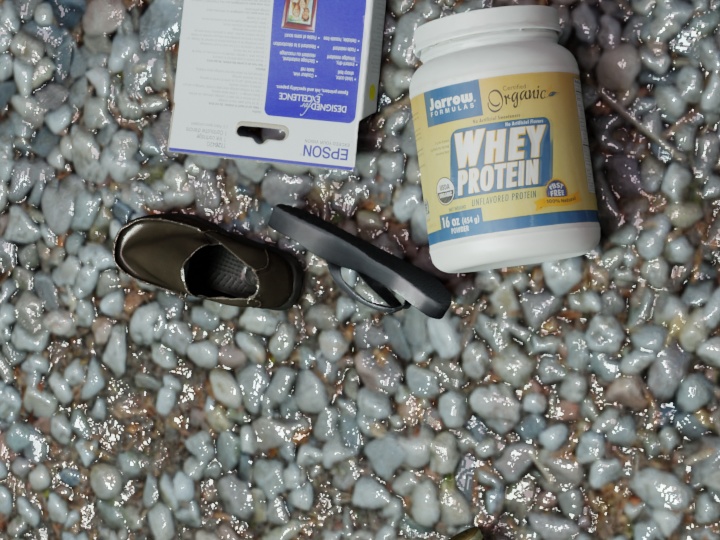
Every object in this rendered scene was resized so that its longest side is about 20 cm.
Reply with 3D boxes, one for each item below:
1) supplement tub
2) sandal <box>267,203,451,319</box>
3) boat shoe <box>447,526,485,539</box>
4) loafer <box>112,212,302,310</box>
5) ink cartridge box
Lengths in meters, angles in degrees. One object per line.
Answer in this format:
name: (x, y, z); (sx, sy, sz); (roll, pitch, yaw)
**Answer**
supplement tub: (0.116, -0.106, 1.562); (0.143, 0.144, 0.202); (-9, 87, 26)
sandal: (0.000, 0.000, 1.665); (0.199, 0.076, 0.043); (29, 101, 34)
boat shoe: (0.047, 0.302, 1.647); (0.065, 0.073, 0.200); (48, 113, 6)
loafer: (-0.150, -0.011, 1.735); (0.198, 0.071, 0.074); (10, 95, 26)
ink cartridge box: (-0.074, -0.198, 1.714); (0.196, 0.047, 0.203); (8, 96, 25)
